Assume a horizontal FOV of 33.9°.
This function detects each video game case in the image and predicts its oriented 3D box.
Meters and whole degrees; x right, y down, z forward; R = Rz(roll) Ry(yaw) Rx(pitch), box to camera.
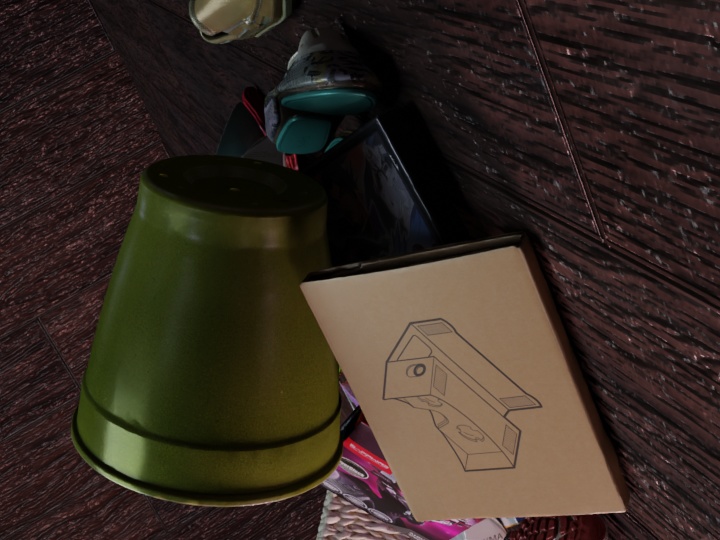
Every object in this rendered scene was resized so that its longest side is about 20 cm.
[{"bbox_3d":[0.016,-0.003,0.857,0.182,0.025,0.199,61,150,-2],"label":"video game case"}]

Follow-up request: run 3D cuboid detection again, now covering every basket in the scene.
[{"bbox_3d":[0.034,0.360,1.455,0.200,0.195,0.163,101,-177,-76],"label":"basket"}]

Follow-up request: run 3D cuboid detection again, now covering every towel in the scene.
[{"bbox_3d":[-0.092,-0.088,1.312,0.145,0.022,0.202,-121,19,-47],"label":"towel"}]

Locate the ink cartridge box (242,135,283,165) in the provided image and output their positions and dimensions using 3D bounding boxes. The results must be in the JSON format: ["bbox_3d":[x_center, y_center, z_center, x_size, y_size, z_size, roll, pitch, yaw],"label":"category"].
[{"bbox_3d":[-0.089,-0.049,1.116,0.201,0.049,0.164,-102,7,-54],"label":"ink cartridge box"}]

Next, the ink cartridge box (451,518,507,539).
[{"bbox_3d":[0.087,0.201,1.099,0.162,0.049,0.203,-143,42,-68],"label":"ink cartridge box"}]

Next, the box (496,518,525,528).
[{"bbox_3d":[0.112,0.170,1.058,0.120,0.041,0.200,59,173,12],"label":"box"}]

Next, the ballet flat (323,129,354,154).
[{"bbox_3d":[-0.009,-0.038,0.974,0.071,0.064,0.201,61,147,32],"label":"ballet flat"}]

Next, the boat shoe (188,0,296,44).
[{"bbox_3d":[-0.100,-0.215,0.945,0.072,0.076,0.200,61,170,0],"label":"boat shoe"}]

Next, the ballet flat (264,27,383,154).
[{"bbox_3d":[-0.033,-0.136,0.852,0.073,0.071,0.200,61,164,-2],"label":"ballet flat"}]

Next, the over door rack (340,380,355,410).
[{"bbox_3d":[-0.003,0.179,1.568,0.149,0.066,0.200,62,-169,-5],"label":"over door rack"}]

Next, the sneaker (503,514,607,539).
[{"bbox_3d":[0.158,0.226,0.918,0.081,0.079,0.201,22,154,4],"label":"sneaker"}]

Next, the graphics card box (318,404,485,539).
[{"bbox_3d":[0.040,0.153,0.923,0.124,0.051,0.200,30,155,-2],"label":"graphics card box"}]

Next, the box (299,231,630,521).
[{"bbox_3d":[0.067,0.077,0.761,0.162,0.021,0.202,-10,117,33],"label":"box"}]

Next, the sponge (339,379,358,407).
[{"bbox_3d":[0.053,0.190,1.293,0.111,0.030,0.200,40,170,38],"label":"sponge"}]

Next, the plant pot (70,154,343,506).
[{"bbox_3d":[-0.098,0.028,0.829,0.200,0.198,0.196,-135,49,-58],"label":"plant pot"}]

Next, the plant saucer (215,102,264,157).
[{"bbox_3d":[-0.129,-0.066,1.183,0.035,0.203,0.200,15,168,-1],"label":"plant saucer"}]
